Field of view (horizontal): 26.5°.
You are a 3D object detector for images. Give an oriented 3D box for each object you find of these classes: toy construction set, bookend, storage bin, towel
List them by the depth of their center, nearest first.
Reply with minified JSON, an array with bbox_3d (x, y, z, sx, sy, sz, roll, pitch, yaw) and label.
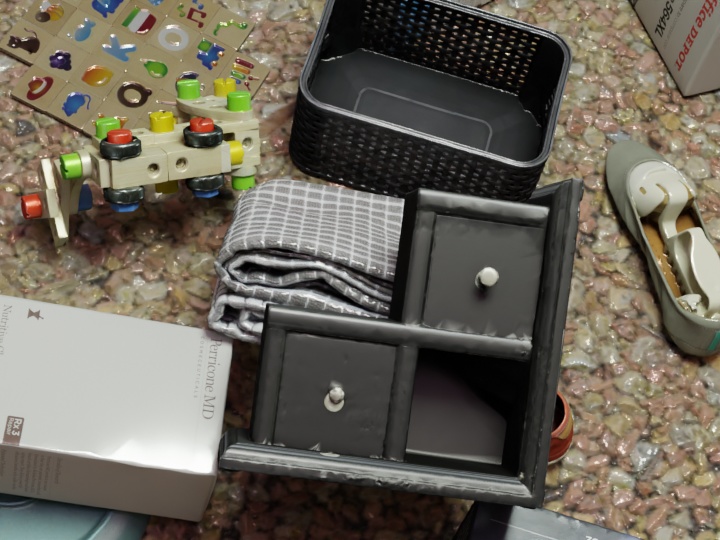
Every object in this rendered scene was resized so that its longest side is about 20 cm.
[{"bbox_3d":[0.023,0.031,0.949,0.197,0.092,0.202,8,89,-5],"label":"bookend"},{"bbox_3d":[0.000,0.000,1.080,0.198,0.086,0.166,10,17,-2],"label":"towel"},{"bbox_3d":[-0.157,-0.086,1.134,0.199,0.093,0.131,-25,28,-18],"label":"toy construction set"},{"bbox_3d":[0.054,-0.133,1.209,0.198,0.094,0.136,17,59,0],"label":"storage bin"}]

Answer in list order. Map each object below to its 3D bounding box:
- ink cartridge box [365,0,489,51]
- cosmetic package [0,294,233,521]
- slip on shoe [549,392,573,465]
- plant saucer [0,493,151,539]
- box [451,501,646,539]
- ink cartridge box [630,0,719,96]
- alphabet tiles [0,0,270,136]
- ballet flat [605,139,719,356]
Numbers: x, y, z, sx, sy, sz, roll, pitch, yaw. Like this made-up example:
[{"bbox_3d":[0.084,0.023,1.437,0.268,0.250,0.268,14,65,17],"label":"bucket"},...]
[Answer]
[{"bbox_3d":[0.075,-0.284,1.311,0.199,0.068,0.116,-29,68,-22],"label":"ink cartridge box"},{"bbox_3d":[-0.190,0.090,1.019,0.198,0.081,0.114,7,57,-9],"label":"cosmetic package"},{"bbox_3d":[0.059,0.095,1.100,0.198,0.061,0.075,11,61,-1],"label":"slip on shoe"},{"bbox_3d":[-0.238,0.135,1.051,0.198,0.027,0.202,4,61,-7],"label":"plant saucer"},{"bbox_3d":[0.115,0.267,0.985,0.147,0.107,0.201,16,60,0],"label":"box"},{"bbox_3d":[0.284,-0.273,1.291,0.084,0.146,0.201,-15,63,-16],"label":"ink cartridge box"},{"bbox_3d":[-0.183,-0.172,1.244,0.199,0.006,0.167,27,61,7],"label":"alphabet tiles"},{"bbox_3d":[0.248,-0.031,1.198,0.067,0.064,0.201,-9,62,-13],"label":"ballet flat"}]
